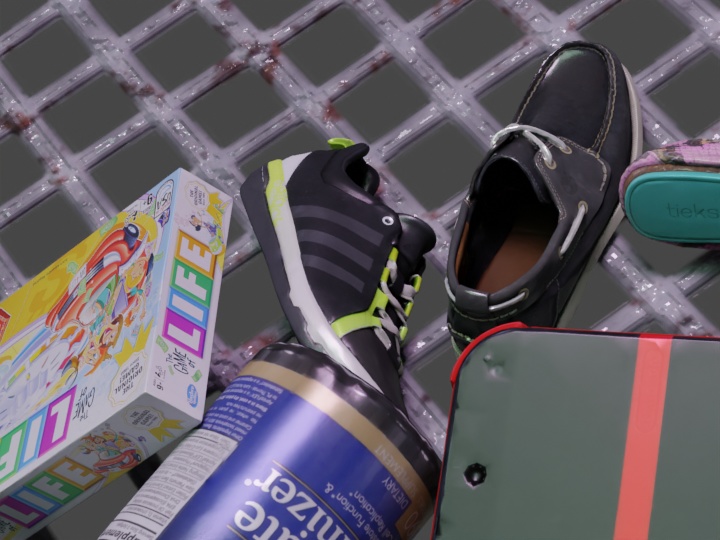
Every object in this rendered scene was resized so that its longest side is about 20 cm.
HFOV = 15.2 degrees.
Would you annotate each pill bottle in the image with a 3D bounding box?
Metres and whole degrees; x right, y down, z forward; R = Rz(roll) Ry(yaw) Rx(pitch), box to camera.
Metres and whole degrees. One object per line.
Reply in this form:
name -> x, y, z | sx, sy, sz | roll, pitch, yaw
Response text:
pill bottle -> -0.061, 0.139, 1.212 | 0.112, 0.112, 0.200 | 25, 65, 36

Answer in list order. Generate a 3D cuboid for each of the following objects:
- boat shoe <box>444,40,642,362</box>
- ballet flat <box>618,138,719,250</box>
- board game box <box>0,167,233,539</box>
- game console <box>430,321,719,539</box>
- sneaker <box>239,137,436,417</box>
boat shoe -> 0.090, -0.043, 1.331 | 0.072, 0.068, 0.200 | 4, 53, 27
ballet flat -> 0.222, -0.037, 1.278 | 0.200, 0.069, 0.071 | 8, 37, 29
board game box -> -0.142, 0.053, 1.303 | 0.200, 0.034, 0.135 | -34, 37, 38
game console -> 0.114, 0.122, 1.170 | 0.177, 0.031, 0.200 | 4, 73, 16
sneaker -> 0.000, 0.000, 1.329 | 0.083, 0.072, 0.200 | -24, 47, 1
